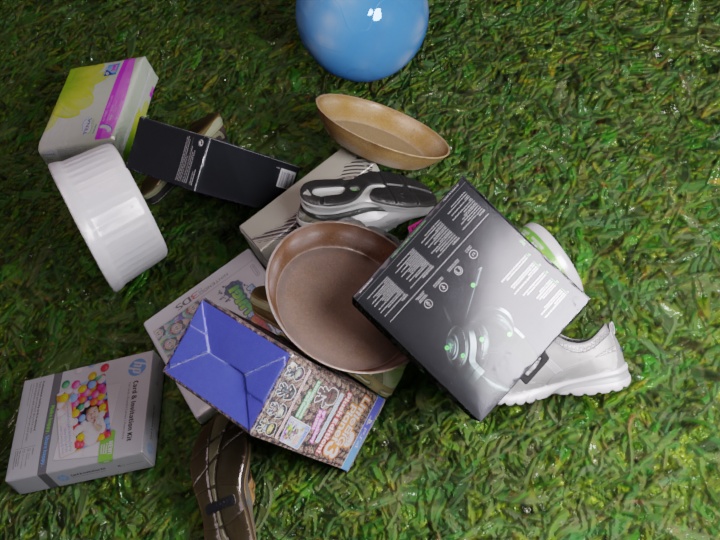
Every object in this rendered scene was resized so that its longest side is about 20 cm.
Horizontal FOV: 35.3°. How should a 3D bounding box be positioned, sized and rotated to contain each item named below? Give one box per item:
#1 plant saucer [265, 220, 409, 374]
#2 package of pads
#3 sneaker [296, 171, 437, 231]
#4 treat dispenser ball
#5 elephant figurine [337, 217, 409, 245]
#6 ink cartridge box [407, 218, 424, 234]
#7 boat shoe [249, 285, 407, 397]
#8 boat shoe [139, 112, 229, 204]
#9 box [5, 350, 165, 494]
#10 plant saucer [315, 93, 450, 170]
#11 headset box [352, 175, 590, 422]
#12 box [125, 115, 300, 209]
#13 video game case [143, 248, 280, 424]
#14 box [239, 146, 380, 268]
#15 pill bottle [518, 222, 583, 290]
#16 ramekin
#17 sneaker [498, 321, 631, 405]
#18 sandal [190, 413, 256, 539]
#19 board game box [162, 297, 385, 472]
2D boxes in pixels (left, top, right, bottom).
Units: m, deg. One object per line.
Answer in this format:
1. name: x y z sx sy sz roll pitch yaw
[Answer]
1. plant saucer: -0.015 0.035 1.271 0.197 0.035 0.203 11 54 -15
2. package of pads: -0.433 -0.257 1.860 0.152 0.069 0.202 -5 51 19
3. sneaker: 0.002 -0.064 1.511 0.198 0.116 0.076 -4 40 -24
4. treat dispenser ball: 0.003 -0.382 1.676 0.198 0.202 0.203 -12 49 14
5. elephant figurine: 0.000 0.000 1.423 0.140 0.155 0.202 -20 46 28
6. ink cartridge box: 0.111 -0.038 1.346 0.094 0.037 0.201 -27 25 8
7. boat shoe: -0.042 0.081 1.307 0.073 0.198 0.064 -86 20 -70
8. boat shoe: -0.252 -0.157 1.679 0.071 0.066 0.202 -15 32 39
9. box: -0.358 0.199 1.479 0.197 0.041 0.158 -12 50 13
10. plant saucer: 0.026 -0.185 1.554 0.200 0.198 0.036 42 120 41
11. headset box: 0.118 0.037 1.195 0.200 0.093 0.174 42 86 4
12. box: -0.203 -0.144 1.573 0.140 0.199 0.080 22 96 34
13. video game case: -0.178 0.083 1.503 0.181 0.024 0.200 -35 48 -5
14. box: -0.060 -0.080 1.544 0.199 0.082 0.068 -39 48 -8
15. pill bottle: 0.152 0.043 1.327 0.199 0.112 0.111 -34 47 -5
16. ramekin: -0.353 -0.080 1.601 0.097 0.202 0.201 -27 46 -11
17. sneaker: 0.199 0.102 1.269 0.197 0.075 0.083 -8 91 6
18. sandal: -0.150 0.264 1.331 0.081 0.055 0.202 -22 62 14
19. board game box: -0.096 0.133 1.294 0.158 0.200 0.098 27 86 37
